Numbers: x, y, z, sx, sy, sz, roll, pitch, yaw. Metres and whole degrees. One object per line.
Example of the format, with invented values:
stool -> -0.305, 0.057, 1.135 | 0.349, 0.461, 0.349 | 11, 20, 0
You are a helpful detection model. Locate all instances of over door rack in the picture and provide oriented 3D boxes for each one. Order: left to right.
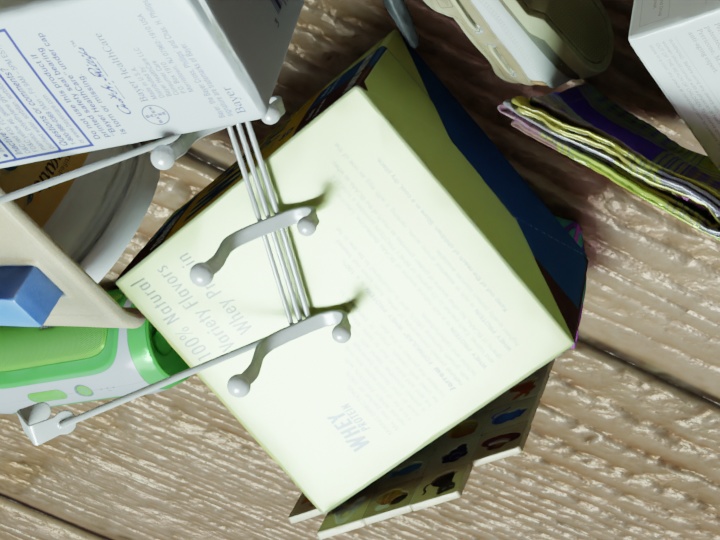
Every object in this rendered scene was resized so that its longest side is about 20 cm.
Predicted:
over door rack -> -0.116, 0.004, 0.898 | 0.199, 0.067, 0.148 | -18, 107, -6

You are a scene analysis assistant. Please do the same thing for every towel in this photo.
towel -> 0.165, -0.066, 0.923 | 0.143, 0.200, 0.023 | 30, 107, 15

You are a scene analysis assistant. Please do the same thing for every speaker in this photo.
speaker -> -0.228, 0.065, 1.310 | 0.200, 0.089, 0.088 | -10, 136, 29

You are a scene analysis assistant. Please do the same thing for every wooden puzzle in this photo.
wooden puzzle -> -0.254, -0.011, 0.989 | 0.185, 0.046, 0.200 | -1, 145, 43

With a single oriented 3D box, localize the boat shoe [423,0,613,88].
boat shoe -> 0.059, -0.175, 0.913 | 0.068, 0.075, 0.200 | -15, 127, 42

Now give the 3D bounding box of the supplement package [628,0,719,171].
supplement package -> 0.257, -0.150, 0.842 | 0.200, 0.117, 0.117 | -15, 134, 35

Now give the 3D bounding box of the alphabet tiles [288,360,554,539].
alphabet tiles -> 0.043, 0.106, 1.059 | 0.166, 0.200, 0.006 | -20, 106, 24

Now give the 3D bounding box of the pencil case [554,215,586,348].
pencil case -> 0.055, -0.002, 1.123 | 0.199, 0.093, 0.085 | 5, 142, 11

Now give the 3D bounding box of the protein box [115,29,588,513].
protein box -> 0.000, 0.000, 1.014 | 0.200, 0.135, 0.199 | -37, 100, 22

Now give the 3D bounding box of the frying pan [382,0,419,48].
frying pan -> 0.004, -0.185, 0.851 | 0.031, 0.115, 0.190 | -35, 116, 2

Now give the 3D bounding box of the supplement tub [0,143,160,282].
supplement tub -> -0.249, -0.079, 1.084 | 0.200, 0.145, 0.145 | 34, 139, -24

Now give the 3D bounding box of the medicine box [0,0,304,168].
medicine box -> -0.134, -0.166, 0.901 | 0.199, 0.183, 0.103 | -7, 137, 26
